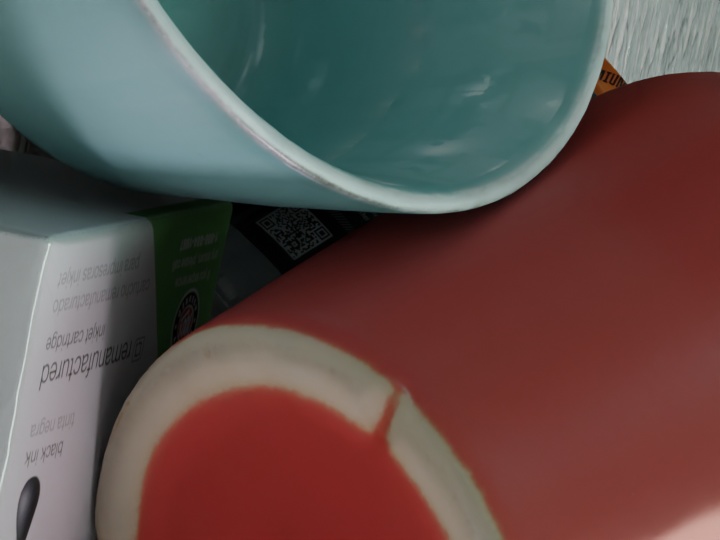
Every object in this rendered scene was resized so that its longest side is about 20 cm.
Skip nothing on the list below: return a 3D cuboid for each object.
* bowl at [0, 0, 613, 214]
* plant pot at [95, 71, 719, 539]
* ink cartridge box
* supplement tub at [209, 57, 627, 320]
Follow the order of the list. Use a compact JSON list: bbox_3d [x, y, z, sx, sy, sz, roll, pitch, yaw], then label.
[{"bbox_3d":[-0.038,-0.099,0.634,0.200,0.105,0.201,20,62,-43],"label":"bowl"},{"bbox_3d":[0.044,0.062,0.646,0.177,0.200,0.201,-18,124,-45],"label":"plant pot"},{"bbox_3d":[-0.108,0.075,0.652,0.146,0.084,0.201,-21,122,-75],"label":"ink cartridge box"},{"bbox_3d":[0.000,0.000,0.822,0.200,0.122,0.123,-33,141,-36],"label":"supplement tub"}]
